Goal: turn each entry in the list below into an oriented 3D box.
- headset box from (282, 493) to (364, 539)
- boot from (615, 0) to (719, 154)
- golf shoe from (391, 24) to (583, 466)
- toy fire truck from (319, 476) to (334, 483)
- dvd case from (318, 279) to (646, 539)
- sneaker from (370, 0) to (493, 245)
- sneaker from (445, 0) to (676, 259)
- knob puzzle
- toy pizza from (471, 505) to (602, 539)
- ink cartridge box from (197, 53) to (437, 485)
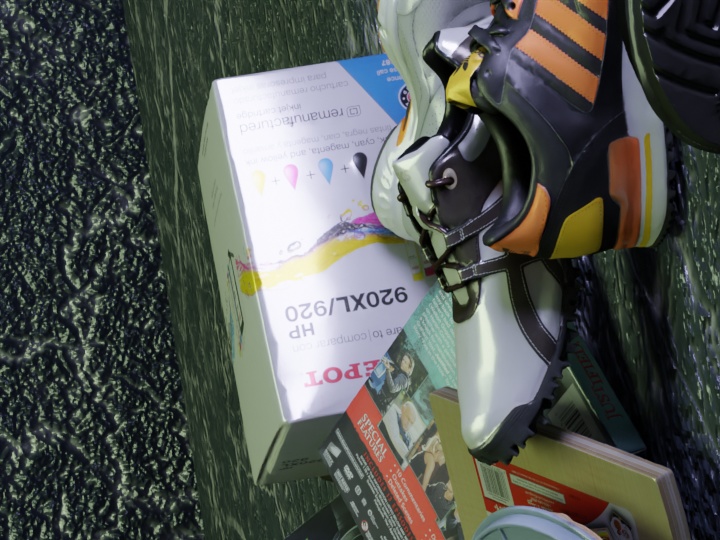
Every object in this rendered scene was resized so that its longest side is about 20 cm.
[{"bbox_3d":[0.032,0.238,1.613,0.174,0.093,0.200,44,-168,-31],"label":"headset box"},{"bbox_3d":[0.110,-0.135,1.067,0.158,0.079,0.212,149,123,-72],"label":"boot"},{"bbox_3d":[0.051,-0.014,1.328,0.078,0.094,0.201,155,125,-67],"label":"golf shoe"},{"bbox_3d":[-0.036,0.068,2.079,0.200,0.128,0.176,108,153,-49],"label":"toy fire truck"},{"bbox_3d":[0.055,0.089,1.469,0.146,0.022,0.200,60,140,27],"label":"dvd case"},{"bbox_3d":[0.060,-0.085,1.501,0.092,0.076,0.201,43,144,42],"label":"sneaker"},{"bbox_3d":[0.077,-0.103,1.267,0.070,0.090,0.201,-171,72,-80],"label":"sneaker"},{"bbox_3d":[0.115,0.158,1.369,0.220,0.030,0.220,41,145,37],"label":"knob puzzle"},{"bbox_3d":[0.116,0.193,1.330,0.200,0.032,0.201,43,148,36],"label":"toy pizza"},{"bbox_3d":[0.000,0.000,1.650,0.145,0.147,0.201,111,149,-71],"label":"ink cartridge box"}]
